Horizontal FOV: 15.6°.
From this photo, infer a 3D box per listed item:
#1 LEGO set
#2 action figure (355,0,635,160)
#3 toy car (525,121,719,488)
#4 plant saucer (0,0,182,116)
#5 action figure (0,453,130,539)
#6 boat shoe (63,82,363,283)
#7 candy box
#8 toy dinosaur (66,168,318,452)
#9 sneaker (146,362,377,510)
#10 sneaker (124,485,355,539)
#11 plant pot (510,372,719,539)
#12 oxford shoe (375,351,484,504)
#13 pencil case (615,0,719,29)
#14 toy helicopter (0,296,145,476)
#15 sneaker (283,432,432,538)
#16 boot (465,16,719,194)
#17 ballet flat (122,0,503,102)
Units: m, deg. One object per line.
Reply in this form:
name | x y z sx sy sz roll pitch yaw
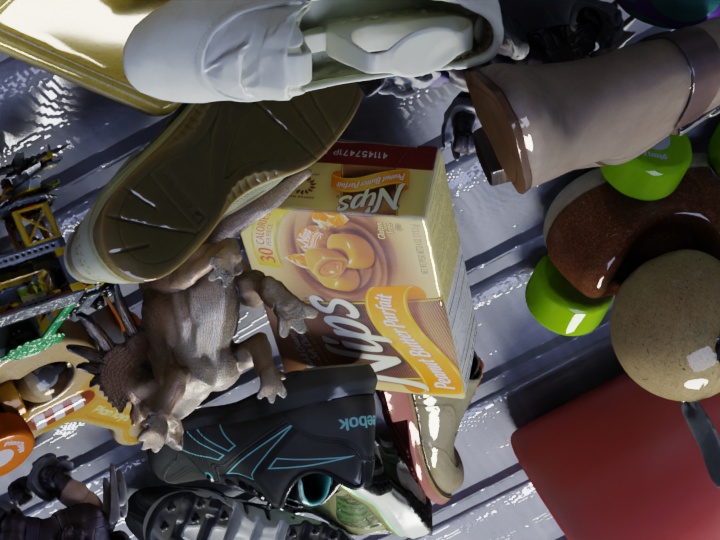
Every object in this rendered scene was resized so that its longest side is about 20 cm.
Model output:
LEGO set | -0.248 -0.003 1.440 0.200 0.116 0.154 -20 169 -18
action figure | 0.076 -0.118 1.474 0.200 0.069 0.130 16 126 -46
toy car | 0.212 0.025 1.624 0.158 0.200 0.164 -4 142 -24
plant saucer | -0.108 -0.157 1.335 0.200 0.048 0.200 -40 142 25
action figure | -0.223 0.167 1.639 0.200 0.130 0.069 13 139 -18
boat shoe | -0.079 -0.062 1.425 0.201 0.073 0.063 -47 -162 -28
candy box | 0.000 0.000 1.562 0.115 0.055 0.200 6 149 14
toy dinosaur | -0.100 0.020 1.485 0.086 0.136 0.200 9 108 -34
sneaker | -0.063 0.114 1.626 0.075 0.079 0.200 -6 170 -42
sneaker | -0.077 0.185 1.785 0.200 0.090 0.066 22 88 -33
plant pot | 0.232 0.141 1.819 0.177 0.200 0.200 -38 143 7
oxford shoe | 0.053 0.090 1.743 0.075 0.070 0.200 -26 147 -4
pencil case | 0.171 -0.218 1.374 0.092 0.085 0.200 -1 146 5
toy helicopter | -0.169 0.067 1.605 0.132 0.079 0.200 -43 152 13
sneaker | -0.023 0.143 1.775 0.089 0.077 0.200 -23 144 17
boot | 0.133 -0.095 1.387 0.146 0.070 0.200 -22 176 -2
ballet flat | -0.018 -0.117 1.332 0.200 0.069 0.069 -10 144 -16
